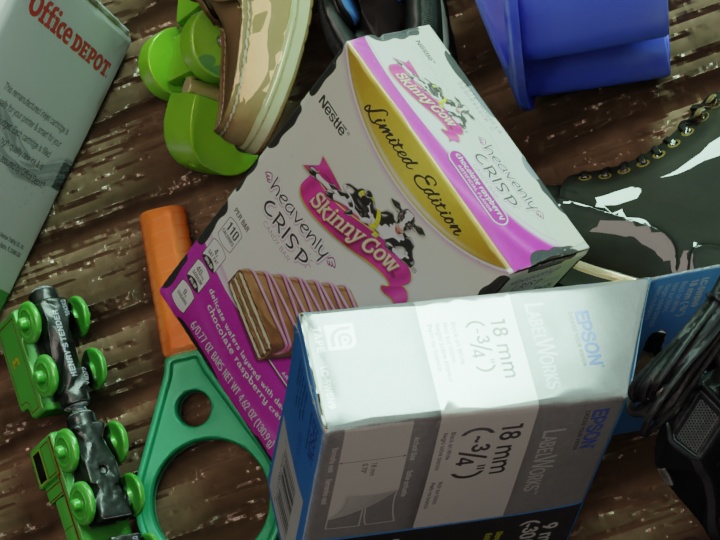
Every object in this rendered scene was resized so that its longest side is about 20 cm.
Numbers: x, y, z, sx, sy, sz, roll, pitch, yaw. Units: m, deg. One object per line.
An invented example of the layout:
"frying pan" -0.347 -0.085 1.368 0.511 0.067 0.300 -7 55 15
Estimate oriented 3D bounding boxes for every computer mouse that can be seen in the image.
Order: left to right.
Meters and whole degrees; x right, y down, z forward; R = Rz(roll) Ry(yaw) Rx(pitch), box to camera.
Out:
"computer mouse" 0.175 0.039 0.964 0.046 0.200 0.140 35 82 32

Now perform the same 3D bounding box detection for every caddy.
"caddy" 0.097 -0.179 1.048 0.105 0.141 0.200 -3 77 9

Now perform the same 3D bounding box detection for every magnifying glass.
"magnifying glass" -0.086 0.064 1.103 0.080 0.022 0.200 -14 78 10

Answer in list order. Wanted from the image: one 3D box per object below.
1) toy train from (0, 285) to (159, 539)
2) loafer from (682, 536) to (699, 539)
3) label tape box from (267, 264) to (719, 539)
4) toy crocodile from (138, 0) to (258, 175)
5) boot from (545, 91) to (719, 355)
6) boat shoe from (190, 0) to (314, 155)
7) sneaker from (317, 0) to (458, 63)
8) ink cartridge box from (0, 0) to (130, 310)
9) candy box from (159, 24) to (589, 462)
"toy train" -0.141 0.105 1.087 0.056 0.042 0.200 -40 64 49
"loafer" 0.090 0.171 0.986 0.200 0.072 0.063 -8 56 -25
"label tape box" 0.066 0.072 0.961 0.200 0.144 0.063 -6 56 -12
"toy crocodile" -0.071 -0.148 1.121 0.062 0.067 0.200 14 75 -29
"boot" 0.129 -0.045 1.055 0.200 0.077 0.138 25 80 4
"boat shoe" -0.059 -0.157 1.055 0.066 0.074 0.200 10 75 -16
"sneaker" 0.008 -0.169 1.080 0.073 0.112 0.200 -16 76 6
"ink cartridge box" -0.214 -0.067 1.093 0.083 0.147 0.200 24 84 17
"candy box" 0.000 0.000 1.018 0.136 0.061 0.200 55 132 17
